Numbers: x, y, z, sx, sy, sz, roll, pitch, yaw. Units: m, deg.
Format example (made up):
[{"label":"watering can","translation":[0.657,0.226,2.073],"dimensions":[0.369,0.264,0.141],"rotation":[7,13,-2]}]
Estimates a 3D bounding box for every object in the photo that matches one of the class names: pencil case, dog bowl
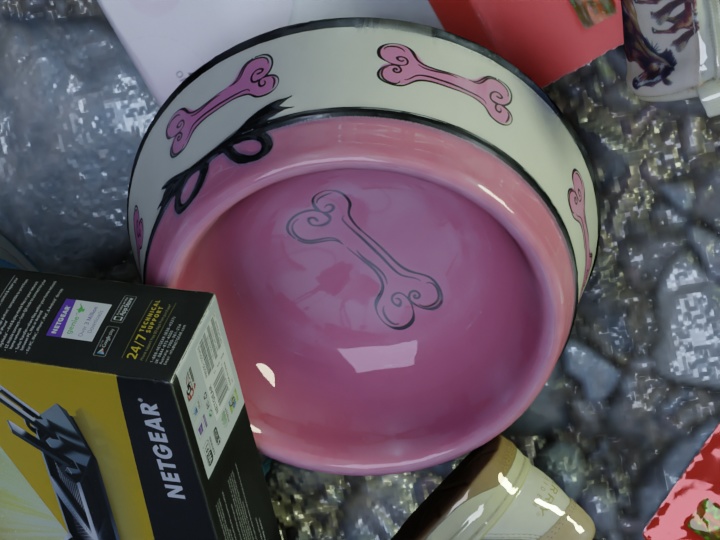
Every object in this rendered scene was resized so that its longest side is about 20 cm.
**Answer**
[{"label":"pencil case","translation":[0.125,-0.165,1.043],"dimensions":[0.077,0.089,0.201],"rotation":[-9,104,16]},{"label":"dog bowl","translation":[0.000,0.000,1.091],"dimensions":[0.199,0.074,0.201],"rotation":[1,127,1]}]

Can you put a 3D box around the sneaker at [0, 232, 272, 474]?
[{"label":"sneaker","translation":[-0.133,0.049,1.176],"dimensions":[0.199,0.081,0.077],"rotation":[29,109,4]}]

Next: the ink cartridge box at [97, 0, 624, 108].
[{"label":"ink cartridge box","translation":[-0.002,-0.121,1.111],"dimensions":[0.199,0.057,0.163],"rotation":[-28,97,25]}]

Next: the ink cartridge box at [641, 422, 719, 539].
[{"label":"ink cartridge box","translation":[0.230,0.083,1.107],"dimensions":[0.162,0.050,0.201],"rotation":[34,108,4]}]

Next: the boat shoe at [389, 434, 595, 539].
[{"label":"boat shoe","translation":[0.021,0.155,1.143],"dimensions":[0.065,0.072,0.200],"rotation":[38,117,-6]}]

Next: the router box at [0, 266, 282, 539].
[{"label":"router box","translation":[-0.120,0.087,1.109],"dimensions":[0.156,0.052,0.201],"rotation":[6,136,20]}]
